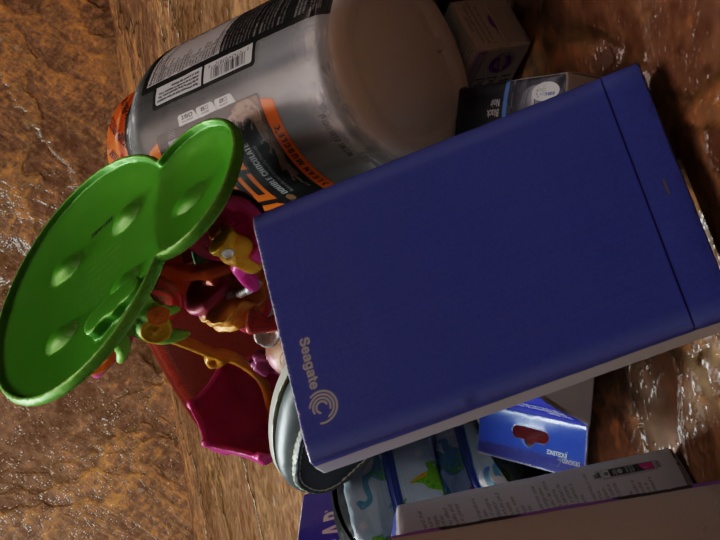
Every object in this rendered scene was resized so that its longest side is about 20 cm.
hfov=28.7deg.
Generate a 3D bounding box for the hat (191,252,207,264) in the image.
[{"bbox_3d":[-0.024,-0.047,1.058,0.176,0.200,0.166,-35,77,49],"label":"hat"}]

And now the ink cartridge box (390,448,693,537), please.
[{"bbox_3d":[0.056,0.179,0.723,0.197,0.199,0.043,98,158,-46],"label":"ink cartridge box"}]

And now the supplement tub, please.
[{"bbox_3d":[-0.048,-0.089,0.811,0.200,0.122,0.123,-17,79,41],"label":"supplement tub"}]

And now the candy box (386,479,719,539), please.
[{"bbox_3d":[0.088,0.196,0.666,0.200,0.167,0.072,97,160,-45],"label":"candy box"}]

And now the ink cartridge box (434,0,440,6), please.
[{"bbox_3d":[-0.005,-0.171,0.920,0.200,0.083,0.147,106,167,-51],"label":"ink cartridge box"}]

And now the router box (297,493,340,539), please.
[{"bbox_3d":[0.005,0.261,0.921,0.200,0.049,0.180,-87,-19,-73],"label":"router box"}]

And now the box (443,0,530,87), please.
[{"bbox_3d":[0.046,-0.084,0.873,0.042,0.039,0.200,63,149,27],"label":"box"}]

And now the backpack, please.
[{"bbox_3d":[0.044,0.135,0.855,0.200,0.153,0.163,-69,-33,-56],"label":"backpack"}]

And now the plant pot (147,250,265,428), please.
[{"bbox_3d":[-0.125,0.047,1.396,0.200,0.199,0.177,-149,41,-72],"label":"plant pot"}]

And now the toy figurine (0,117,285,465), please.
[{"bbox_3d":[-0.071,0.030,0.791,0.200,0.184,0.150,-38,38,25],"label":"toy figurine"}]

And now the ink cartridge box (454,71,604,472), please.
[{"bbox_3d":[0.082,0.002,0.727,0.099,0.039,0.201,2,88,60],"label":"ink cartridge box"}]

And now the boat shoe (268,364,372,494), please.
[{"bbox_3d":[0.012,0.055,0.733,0.200,0.073,0.062,-58,37,29],"label":"boat shoe"}]

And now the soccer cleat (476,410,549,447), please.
[{"bbox_3d":[0.083,0.018,0.828,0.073,0.068,0.200,-61,34,36],"label":"soccer cleat"}]

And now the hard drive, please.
[{"bbox_3d":[0.056,-0.001,0.652,0.025,0.200,0.132,46,-154,-61],"label":"hard drive"}]
